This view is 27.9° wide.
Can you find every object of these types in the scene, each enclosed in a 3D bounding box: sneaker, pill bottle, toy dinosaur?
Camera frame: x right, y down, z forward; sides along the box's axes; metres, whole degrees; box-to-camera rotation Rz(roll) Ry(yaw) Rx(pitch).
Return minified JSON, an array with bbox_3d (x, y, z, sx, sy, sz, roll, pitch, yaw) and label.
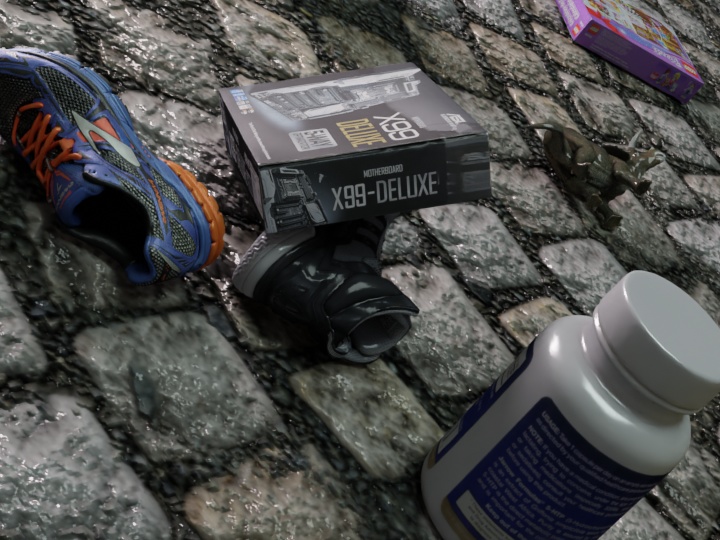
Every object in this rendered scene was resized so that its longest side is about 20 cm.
[{"bbox_3d":[0.000,0.000,1.034,0.114,0.076,0.200,45,36,8],"label":"sneaker"},{"bbox_3d":[-0.175,-0.067,0.924,0.200,0.075,0.078,39,33,2],"label":"sneaker"},{"bbox_3d":[0.140,0.100,0.927,0.119,0.200,0.120,28,32,-19],"label":"pill bottle"},{"bbox_3d":[0.224,-0.104,1.450,0.198,0.077,0.103,13,27,-31],"label":"toy dinosaur"}]

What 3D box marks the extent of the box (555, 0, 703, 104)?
[{"bbox_3d":[0.341,-0.305,1.866,0.199,0.039,0.138,23,33,-28],"label":"box"}]

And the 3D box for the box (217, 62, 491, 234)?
[{"bbox_3d":[-0.010,-0.092,1.029,0.156,0.050,0.200,-9,23,-9],"label":"box"}]
